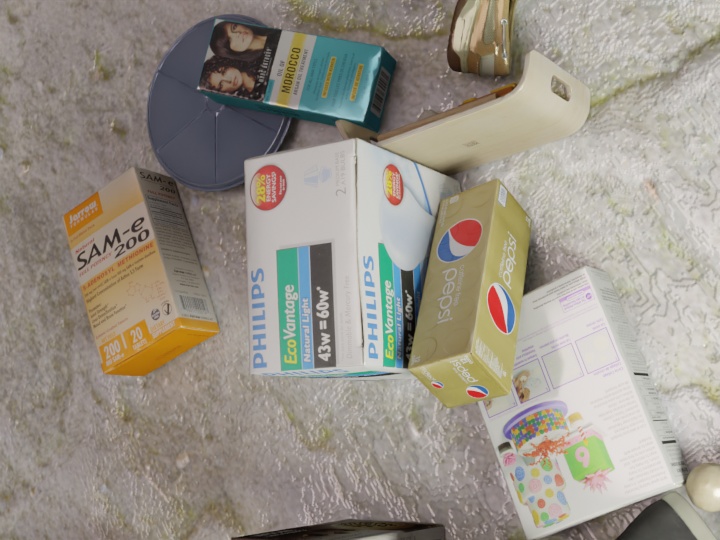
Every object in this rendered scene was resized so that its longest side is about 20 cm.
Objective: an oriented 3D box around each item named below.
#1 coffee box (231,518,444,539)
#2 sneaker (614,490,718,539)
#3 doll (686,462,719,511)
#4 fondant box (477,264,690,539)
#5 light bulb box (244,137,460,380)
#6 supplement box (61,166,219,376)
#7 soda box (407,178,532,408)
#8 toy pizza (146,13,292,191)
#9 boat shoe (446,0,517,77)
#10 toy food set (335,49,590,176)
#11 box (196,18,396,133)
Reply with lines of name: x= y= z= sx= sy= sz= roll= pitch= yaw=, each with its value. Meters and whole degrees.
coffee box: x=-0.016 y=0.274 z=0.994 sx=0.112 sy=0.199 sz=0.081 roll=-5 pitch=81 yaw=31
sneaker: x=0.271 y=0.286 z=0.874 sx=0.106 sy=0.075 sz=0.201 roll=-35 pitch=55 yaw=-1
doll: x=0.354 y=0.192 z=0.864 sx=0.198 sy=0.048 sz=0.138 roll=10 pitch=88 yaw=31
fondant box: x=0.184 y=0.117 z=0.975 sx=0.143 sy=0.058 sz=0.202 roll=-28 pitch=69 yaw=26
light bulb box: x=0.000 y=0.000 z=1.019 sx=0.124 sy=0.199 sz=0.201 roll=-7 pitch=80 yaw=31
supplement box: x=-0.252 y=0.003 z=1.249 sx=0.125 sy=0.073 sz=0.202 roll=-30 pitch=69 yaw=25
soda box: x=0.100 y=0.018 z=0.975 sx=0.067 sy=0.064 sz=0.201 roll=-19 pitch=40 yaw=34
toy pizza: x=-0.155 y=-0.187 z=1.236 sx=0.198 sy=0.032 sz=0.203 roll=-4 pitch=82 yaw=26
boat shoe: x=0.141 y=-0.285 z=1.055 sx=0.075 sy=0.072 sz=0.203 roll=13 pitch=98 yaw=18
toy food set: x=0.096 y=-0.145 z=1.011 sx=0.198 sy=0.143 sz=0.061 roll=-17 pitch=75 yaw=29
box: x=-0.068 y=-0.205 z=1.152 sx=0.198 sy=0.049 sz=0.083 roll=14 pitch=87 yaw=21
